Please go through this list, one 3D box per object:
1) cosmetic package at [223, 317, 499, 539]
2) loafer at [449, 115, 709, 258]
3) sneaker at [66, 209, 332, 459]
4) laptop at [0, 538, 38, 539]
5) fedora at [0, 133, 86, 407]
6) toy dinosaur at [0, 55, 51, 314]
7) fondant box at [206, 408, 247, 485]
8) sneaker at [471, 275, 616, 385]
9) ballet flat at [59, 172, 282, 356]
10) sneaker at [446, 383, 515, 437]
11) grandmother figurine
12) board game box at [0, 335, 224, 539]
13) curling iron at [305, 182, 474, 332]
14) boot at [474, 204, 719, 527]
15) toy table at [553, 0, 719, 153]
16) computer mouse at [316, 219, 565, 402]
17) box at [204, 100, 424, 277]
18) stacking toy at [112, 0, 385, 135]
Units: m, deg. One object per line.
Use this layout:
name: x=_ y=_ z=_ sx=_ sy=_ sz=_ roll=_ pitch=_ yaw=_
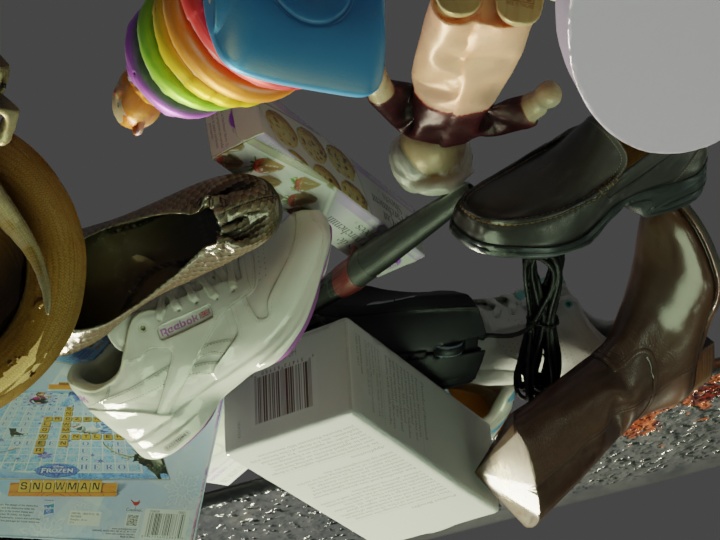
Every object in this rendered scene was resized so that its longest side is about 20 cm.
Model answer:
cosmetic package: x=0.003 y=0.112 z=1.386 sx=0.101 sy=0.072 sz=0.200 roll=-19 pitch=147 yaw=24
loafer: x=0.137 y=-0.065 z=1.274 sx=0.199 sy=0.073 sz=0.073 roll=-23 pitch=137 yaw=-34
sneaker: x=-0.099 y=0.030 z=1.275 sx=0.099 sy=0.075 sz=0.200 roll=37 pitch=108 yaw=-24
laptop: x=-0.234 y=0.178 z=1.419 sx=0.199 sy=0.178 sz=0.104 roll=-24 pitch=154 yaw=-26
fedora: x=-0.256 y=-0.004 z=1.215 sx=0.198 sy=0.203 sz=0.082 roll=-12 pitch=-171 yaw=2
toy dinosaur: x=-0.228 y=-0.071 z=1.142 sx=0.199 sy=0.058 sz=0.101 roll=35 pitch=116 yaw=-15
fondant box: x=-0.144 y=0.087 z=1.472 sx=0.199 sy=0.059 sz=0.144 roll=13 pitch=141 yaw=-34
sneaker: x=0.113 y=0.038 z=1.480 sx=0.198 sy=0.075 sz=0.089 roll=15 pitch=111 yaw=-17
ballet flat: x=-0.137 y=-0.003 z=1.232 sx=0.199 sy=0.068 sz=0.046 roll=-23 pitch=179 yaw=17
sneaker: x=0.026 y=0.113 z=1.541 sx=0.199 sy=0.077 sz=0.081 roll=-17 pitch=156 yaw=-34
grandmother figurine: x=0.058 y=-0.108 z=1.216 sx=0.120 sy=0.061 sz=0.200 roll=15 pitch=149 yaw=-5
board game box: x=-0.183 y=0.075 z=1.335 sx=0.198 sy=0.041 sz=0.202 roll=7 pitch=104 yaw=-29
curling iron: x=0.000 y=0.000 z=1.328 sx=0.200 sy=0.026 sz=0.049 roll=-41 pitch=161 yaw=31
boot: x=0.157 y=0.062 z=1.400 sx=0.199 sy=0.064 sz=0.188 roll=-33 pitch=130 yaw=-24
toy table: x=0.148 y=-0.166 z=1.057 sx=0.182 sy=0.118 sz=0.201 roll=-15 pitch=141 yaw=-9
computer mouse: x=0.046 y=0.025 z=1.398 sx=0.198 sy=0.046 sz=0.142 roll=6 pitch=113 yaw=-1
box: x=-0.026 y=-0.054 z=1.291 sx=0.038 sy=0.042 sz=0.200 roll=-24 pitch=147 yaw=22
stacking toy: x=-0.084 y=-0.124 z=1.114 sx=0.109 sy=0.117 sz=0.199 roll=8 pitch=159 yaw=-34
